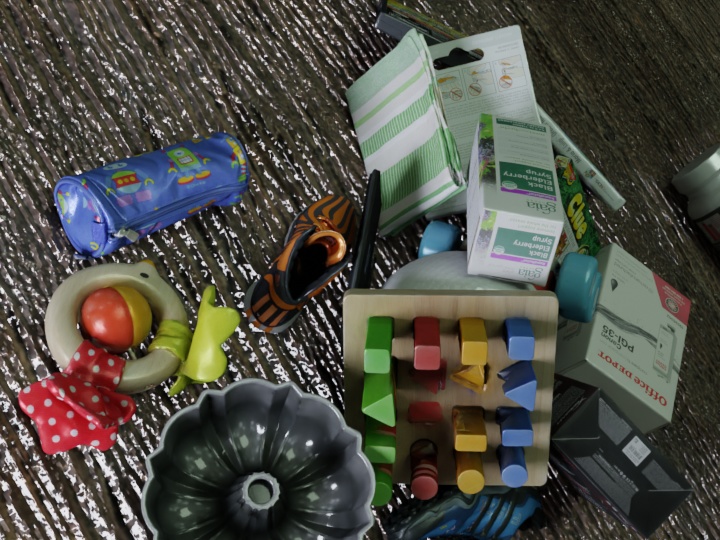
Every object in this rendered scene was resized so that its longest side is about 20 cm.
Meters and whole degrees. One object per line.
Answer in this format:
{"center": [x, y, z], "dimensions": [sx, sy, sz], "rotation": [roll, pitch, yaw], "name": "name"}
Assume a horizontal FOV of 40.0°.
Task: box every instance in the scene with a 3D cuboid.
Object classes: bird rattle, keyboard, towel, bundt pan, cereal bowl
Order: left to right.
{"center": [-0.218, 0.070, 0.896], "dimensions": [0.200, 0.113, 0.163], "rotation": [-22, 67, -27], "name": "bird rattle"}
{"center": [-0.090, 0.201, 0.872], "dimensions": [0.202, 0.076, 0.202], "rotation": [4, 66, -8], "name": "bundt pan"}
{"center": [0.000, 0.000, 1.056], "dimensions": [0.021, 0.127, 0.200], "rotation": [7, 59, 7], "name": "keyboard"}
{"center": [0.046, -0.154, 1.137], "dimensions": [0.023, 0.153, 0.200], "rotation": [0, 68, -38], "name": "towel"}
{"center": [0.095, 0.085, 0.999], "dimensions": [0.200, 0.200, 0.083], "rotation": [43, 20, -7], "name": "cereal bowl"}

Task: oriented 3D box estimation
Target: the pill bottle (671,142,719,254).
{"center": [0.566, -0.085, 1.481], "dimensions": [0.200, 0.116, 0.116], "rotation": [50, 49, -1], "name": "pill bottle"}

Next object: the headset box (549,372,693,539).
{"center": [0.245, 0.189, 1.072], "dimensions": [0.075, 0.200, 0.149], "rotation": [-44, 97, -5], "name": "headset box"}

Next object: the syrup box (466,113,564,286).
{"center": [0.154, -0.076, 1.009], "dimensions": [0.079, 0.081, 0.200], "rotation": [9, 35, -1], "name": "syrup box"}

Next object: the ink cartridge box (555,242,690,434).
{"center": [0.325, 0.089, 1.241], "dimensions": [0.146, 0.083, 0.200], "rotation": [35, 50, -14], "name": "ink cartridge box"}

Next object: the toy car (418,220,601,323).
{"center": [0.149, 0.069, 1.088], "dimensions": [0.184, 0.177, 0.200], "rotation": [14, 84, 18], "name": "toy car"}

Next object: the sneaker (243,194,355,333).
{"center": [-0.038, -0.023, 1.034], "dimensions": [0.078, 0.112, 0.200], "rotation": [38, 50, -11], "name": "sneaker"}

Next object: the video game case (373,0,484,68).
{"center": [0.112, -0.286, 1.259], "dimensions": [0.200, 0.026, 0.181], "rotation": [25, 21, -7], "name": "video game case"}

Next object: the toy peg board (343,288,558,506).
{"center": [0.082, 0.127, 0.915], "dimensions": [0.199, 0.200, 0.098], "rotation": [1, 19, 3], "name": "toy peg board"}

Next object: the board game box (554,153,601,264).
{"center": [0.237, -0.043, 1.188], "dimensions": [0.105, 0.023, 0.200], "rotation": [-54, 145, -12], "name": "board game box"}

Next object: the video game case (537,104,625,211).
{"center": [0.266, -0.161, 1.304], "dimensions": [0.182, 0.024, 0.200], "rotation": [46, 11, -5], "name": "video game case"}

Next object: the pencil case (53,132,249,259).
{"center": [-0.199, -0.077, 0.974], "dimensions": [0.087, 0.078, 0.200], "rotation": [38, 43, 28], "name": "pencil case"}

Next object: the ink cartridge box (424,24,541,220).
{"center": [0.132, -0.174, 1.184], "dimensions": [0.162, 0.050, 0.200], "rotation": [-13, 89, 6], "name": "ink cartridge box"}

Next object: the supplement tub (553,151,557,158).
{"center": [0.161, -0.163, 1.253], "dimensions": [0.200, 0.107, 0.107], "rotation": [46, 49, -4], "name": "supplement tub"}

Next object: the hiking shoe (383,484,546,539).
{"center": [0.117, 0.255, 1.014], "dimensions": [0.200, 0.074, 0.087], "rotation": [-14, 82, -33], "name": "hiking shoe"}
